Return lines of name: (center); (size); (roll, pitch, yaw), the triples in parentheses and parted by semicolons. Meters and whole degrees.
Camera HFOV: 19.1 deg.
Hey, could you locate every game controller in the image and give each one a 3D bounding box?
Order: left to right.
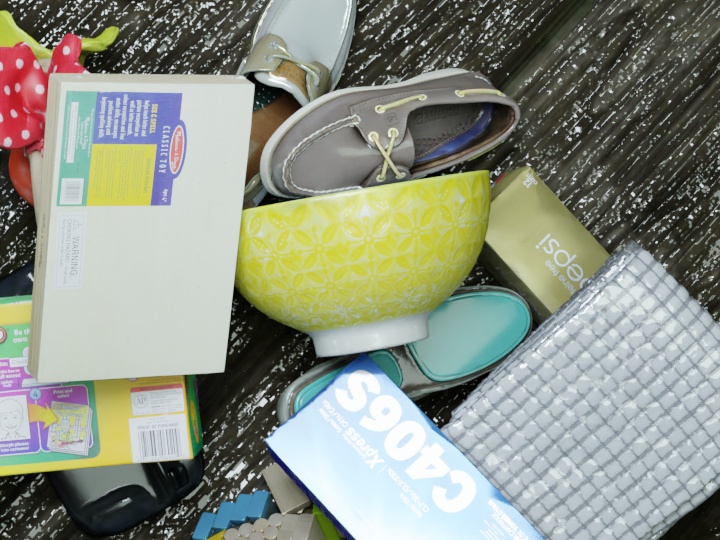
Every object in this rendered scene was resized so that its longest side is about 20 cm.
game controller: (-0.194, 0.087, 1.513); (0.104, 0.042, 0.200); (-28, 93, 3)

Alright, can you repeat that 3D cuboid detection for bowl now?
bowl: (0.000, 0.000, 1.470); (0.199, 0.200, 0.108); (-11, 91, -12)

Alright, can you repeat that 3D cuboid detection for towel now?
towel: (0.176, 0.102, 1.500); (0.200, 0.086, 0.166); (-43, 98, 6)

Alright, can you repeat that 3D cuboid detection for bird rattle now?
bird rattle: (-0.202, -0.093, 1.445); (0.112, 0.200, 0.164); (-10, 113, -11)

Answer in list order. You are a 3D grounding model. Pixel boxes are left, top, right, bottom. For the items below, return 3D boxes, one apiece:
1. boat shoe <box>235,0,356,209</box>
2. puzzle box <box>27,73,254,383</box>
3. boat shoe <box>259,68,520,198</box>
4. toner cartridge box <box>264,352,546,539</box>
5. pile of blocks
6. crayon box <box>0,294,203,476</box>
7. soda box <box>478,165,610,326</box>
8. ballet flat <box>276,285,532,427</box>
boat shoe: (-0.053, -0.131, 1.531); (0.075, 0.068, 0.201); (23, 83, -10)
puzzle box: (-0.141, -0.028, 1.373); (0.133, 0.025, 0.201); (-1, 109, -27)
boat shoe: (0.023, -0.094, 1.518); (0.200, 0.059, 0.072); (-19, 118, -31)
toner cartridge box: (0.036, 0.159, 1.445); (0.095, 0.043, 0.200); (-42, 73, -10)
pile of blocks: (-0.056, 0.191, 1.529); (0.199, 0.082, 0.062); (-24, 135, -3)
crayon box: (-0.214, 0.076, 1.463); (0.199, 0.058, 0.119); (-5, 94, 1)
soda box: (0.159, 0.018, 1.567); (0.064, 0.068, 0.200); (-45, 96, -9)
ballet flat: (0.028, 0.066, 1.541); (0.200, 0.064, 0.068); (-25, 90, -13)
